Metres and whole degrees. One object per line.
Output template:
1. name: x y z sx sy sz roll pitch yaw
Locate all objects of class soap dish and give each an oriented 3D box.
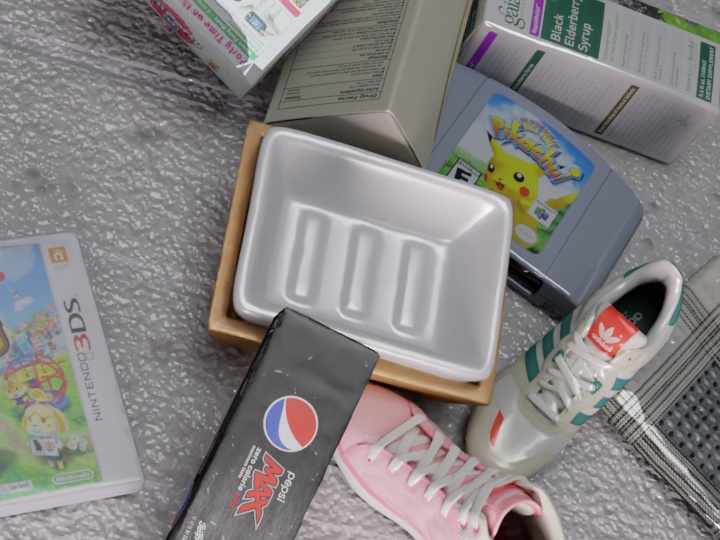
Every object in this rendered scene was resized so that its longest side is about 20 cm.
1. soap dish: 0.000 0.000 1.297 0.199 0.081 0.158 16 64 -13

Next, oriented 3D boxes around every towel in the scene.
1. towel: 0.284 0.097 1.396 0.193 0.035 0.200 47 55 8

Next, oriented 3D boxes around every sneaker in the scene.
1. sneaker: 0.147 0.062 1.304 0.200 0.094 0.070 -40 76 -19
2. sneaker: 0.062 0.138 1.239 0.075 0.105 0.201 -32 76 -31

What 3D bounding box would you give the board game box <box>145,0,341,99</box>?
1. board game box: -0.061 -0.243 1.330 0.148 0.064 0.200 46 78 -5

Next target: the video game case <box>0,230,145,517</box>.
1. video game case: -0.251 0.068 1.198 0.199 0.022 0.183 -8 66 -26

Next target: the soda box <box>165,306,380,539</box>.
1. soda box: -0.063 0.128 1.174 0.070 0.063 0.201 27 80 -6

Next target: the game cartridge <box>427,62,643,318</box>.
1. game cartridge: 0.109 -0.065 1.415 0.200 0.041 0.134 36 51 0

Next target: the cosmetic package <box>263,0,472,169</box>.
1. cosmetic package: 0.012 -0.164 1.380 0.103 0.073 0.201 -2 54 27

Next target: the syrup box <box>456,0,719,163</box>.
1. syrup box: 0.172 -0.163 1.467 0.199 0.081 0.079 20 56 -13
